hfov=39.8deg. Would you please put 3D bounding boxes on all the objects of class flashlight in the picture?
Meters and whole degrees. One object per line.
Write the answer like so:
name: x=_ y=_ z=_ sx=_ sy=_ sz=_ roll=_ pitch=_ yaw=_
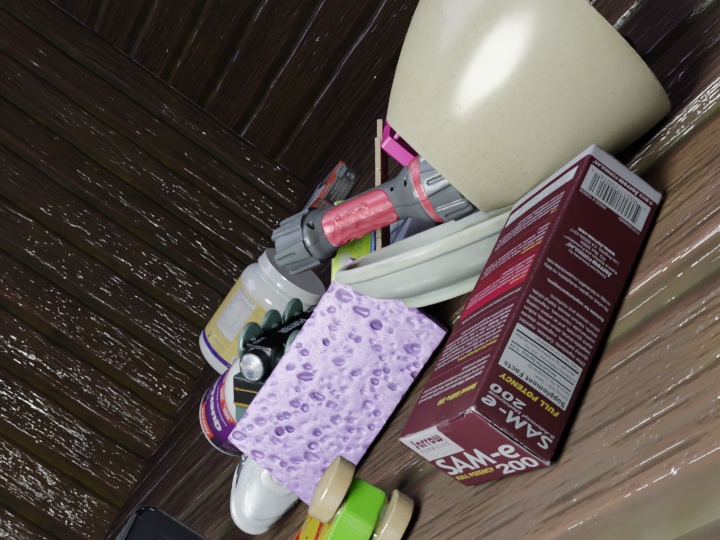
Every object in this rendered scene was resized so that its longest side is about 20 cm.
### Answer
flashlight: x=0.010 y=-0.048 z=0.863 sx=0.198 sy=0.067 sz=0.069 roll=-22 pitch=57 yaw=29

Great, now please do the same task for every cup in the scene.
cup: x=0.102 y=-0.129 z=0.724 sx=0.144 sy=0.200 sz=0.200 roll=-48 pitch=10 yaw=8

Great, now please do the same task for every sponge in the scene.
sponge: x=-0.020 y=0.103 z=0.895 sx=0.201 sy=0.111 sz=0.030 roll=-56 pitch=-6 yaw=5

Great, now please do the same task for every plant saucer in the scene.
plant saucer: x=0.078 y=-0.011 z=0.814 sx=0.198 sy=0.051 sz=0.200 roll=-21 pitch=4 yaw=2

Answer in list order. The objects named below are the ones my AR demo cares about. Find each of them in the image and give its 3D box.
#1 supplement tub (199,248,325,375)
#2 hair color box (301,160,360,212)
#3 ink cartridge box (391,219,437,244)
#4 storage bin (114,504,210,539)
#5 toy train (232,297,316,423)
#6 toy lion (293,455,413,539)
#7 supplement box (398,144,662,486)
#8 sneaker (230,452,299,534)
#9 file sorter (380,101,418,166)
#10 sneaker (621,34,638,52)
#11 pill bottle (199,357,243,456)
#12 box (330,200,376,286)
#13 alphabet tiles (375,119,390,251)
supplement tub: x=-0.163 y=0.080 z=1.666 sx=0.201 sy=0.145 sz=0.146 roll=-54 pitch=9 yaw=15
hair color box: x=-0.079 y=-0.177 z=2.405 sx=0.112 sy=0.064 sz=0.200 roll=-59 pitch=10 yaw=-21
ink cartridge box: x=0.034 y=-0.015 z=1.263 sx=0.200 sy=0.040 sz=0.201 roll=-48 pitch=12 yaw=45
storage bin: x=-0.205 y=0.344 z=0.959 sx=0.094 sy=0.134 sz=0.201 roll=-52 pitch=10 yaw=24
toy train: x=-0.075 y=0.103 z=1.109 sx=0.200 sy=0.084 sz=0.116 roll=-29 pitch=-56 yaw=-63
toy lion: x=-0.042 y=0.240 z=0.719 sx=0.192 sy=0.068 sz=0.201 roll=-57 pitch=6 yaw=47
supplement box: x=0.108 y=0.029 z=0.629 sx=0.201 sy=0.061 sz=0.109 roll=-60 pitch=8 yaw=-26
sneaker: x=-0.059 y=0.174 z=0.974 sx=0.201 sy=0.075 sz=0.115 roll=-54 pitch=6 yaw=-8
file sorter: x=0.115 y=-0.153 z=1.010 sx=0.126 sy=0.138 sz=0.200 roll=-49 pitch=10 yaw=19
sneaker: x=0.153 y=-0.143 z=0.862 sx=0.199 sy=0.080 sz=0.074 roll=-40 pitch=5 yaw=-1
pill bottle: x=-0.148 y=0.181 z=1.317 sx=0.113 sy=0.112 sz=0.200 roll=-61 pitch=10 yaw=-30
box: x=0.000 y=0.000 z=1.040 sx=0.200 sy=0.047 sz=0.124 roll=51 pitch=-140 yaw=-82
alphabet tiles: x=0.024 y=-0.040 z=1.011 sx=0.167 sy=0.007 sz=0.203 roll=72 pitch=-162 yaw=-74
